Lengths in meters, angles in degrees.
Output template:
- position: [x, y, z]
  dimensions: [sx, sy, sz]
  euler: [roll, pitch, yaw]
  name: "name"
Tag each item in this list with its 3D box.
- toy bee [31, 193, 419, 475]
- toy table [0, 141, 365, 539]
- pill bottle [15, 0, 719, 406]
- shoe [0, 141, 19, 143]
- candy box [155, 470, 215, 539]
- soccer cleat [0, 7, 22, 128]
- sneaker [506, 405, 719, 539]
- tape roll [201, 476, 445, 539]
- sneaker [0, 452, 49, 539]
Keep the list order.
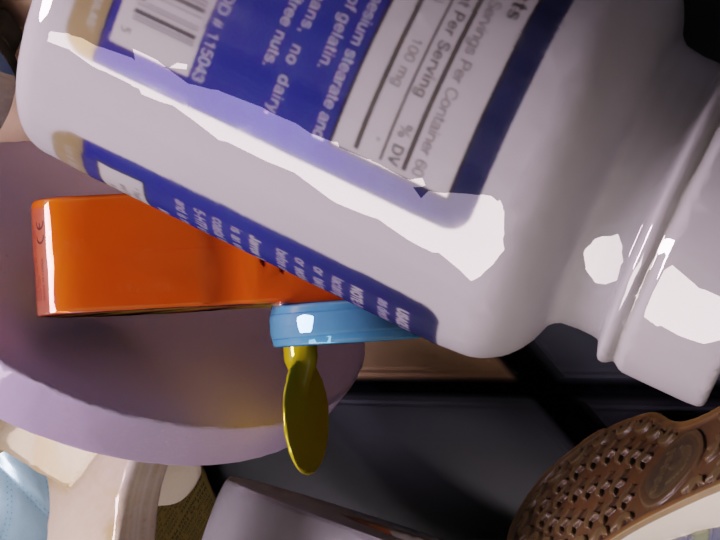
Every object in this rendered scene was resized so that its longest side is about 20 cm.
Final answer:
- position: [0.000, 0.000, 0.807]
  dimensions: [0.199, 0.132, 0.109]
  euler: [18, 177, 1]
  name: "toy bee"
- position: [-0.102, 0.041, 0.866]
  dimensions: [0.199, 0.184, 0.117]
  euler: [12, 128, -41]
  name: "toy table"
- position: [0.020, -0.046, 0.691]
  dimensions: [0.199, 0.120, 0.120]
  euler: [26, 153, 8]
  name: "pill bottle"
- position: [-0.170, -0.023, 0.979]
  dimensions: [0.199, 0.091, 0.072]
  euler: [-11, 118, 13]
  name: "shoe"
- position: [-0.124, 0.106, 1.143]
  dimensions: [0.116, 0.057, 0.200]
  euler: [17, 149, 23]
  name: "candy box"
- position: [-0.198, -0.100, 0.849]
  dimensions: [0.200, 0.087, 0.070]
  euler: [42, 150, -22]
  name: "soccer cleat"
- position: [0.132, 0.091, 0.870]
  dimensions: [0.090, 0.067, 0.200]
  euler: [39, 150, -13]
  name: "sneaker"
- position: [0.032, 0.138, 0.964]
  dimensions: [0.199, 0.067, 0.200]
  euler: [19, 177, 1]
  name: "tape roll"
- position: [-0.115, 0.070, 0.984]
  dimensions: [0.074, 0.082, 0.201]
  euler: [7, -134, -58]
  name: "sneaker"
